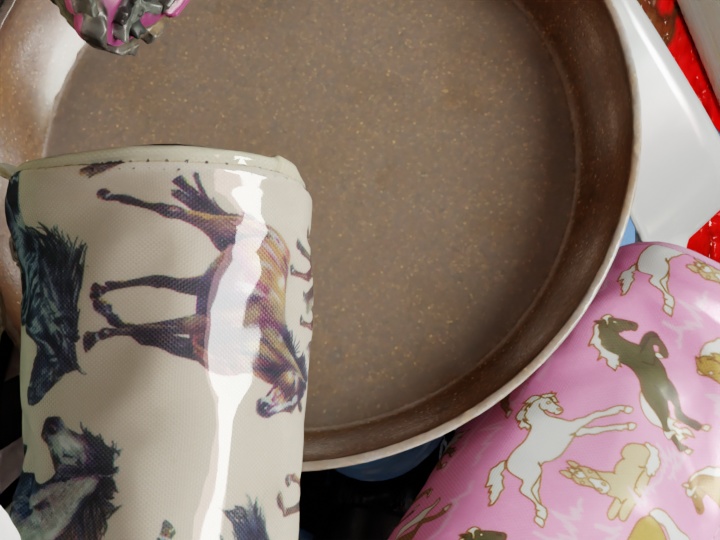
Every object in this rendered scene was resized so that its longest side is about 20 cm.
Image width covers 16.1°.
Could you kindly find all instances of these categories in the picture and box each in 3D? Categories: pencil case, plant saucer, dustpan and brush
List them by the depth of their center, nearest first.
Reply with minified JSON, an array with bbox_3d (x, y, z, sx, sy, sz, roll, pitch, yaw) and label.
[{"bbox_3d":[-0.059,0.068,0.663,0.078,0.089,0.201,7,86,-51],"label":"pencil case"},{"bbox_3d":[0.058,0.079,0.710,0.087,0.083,0.200,47,50,-18],"label":"pencil case"},{"bbox_3d":[-0.017,-0.034,0.745,0.035,0.199,0.201,66,44,-69],"label":"plant saucer"},{"bbox_3d":[0.098,-0.029,0.870,0.057,0.201,0.140,-32,165,4],"label":"dustpan and brush"}]

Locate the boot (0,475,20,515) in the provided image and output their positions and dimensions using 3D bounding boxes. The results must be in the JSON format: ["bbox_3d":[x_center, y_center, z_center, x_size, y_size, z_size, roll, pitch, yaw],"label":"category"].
[{"bbox_3d":[-0.077,0.147,0.730,0.144,0.072,0.200,36,73,-5],"label":"boot"}]

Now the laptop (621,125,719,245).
[{"bbox_3d":[0.113,-0.002,0.977,0.116,0.200,0.187,-41,139,6],"label":"laptop"}]

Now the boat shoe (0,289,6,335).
[{"bbox_3d":[-0.133,-0.058,0.674,0.065,0.072,0.201,-43,125,-37],"label":"boat shoe"}]

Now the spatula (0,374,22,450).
[{"bbox_3d":[-0.096,0.033,0.768,0.200,0.020,0.057,-36,126,-58],"label":"spatula"}]

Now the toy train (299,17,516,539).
[{"bbox_3d":[0.000,0.000,0.806,0.087,0.114,0.201,39,58,-55],"label":"toy train"}]

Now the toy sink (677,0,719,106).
[{"bbox_3d":[0.226,-0.171,1.082,0.200,0.112,0.131,-56,138,-28],"label":"toy sink"}]

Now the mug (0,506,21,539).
[{"bbox_3d":[-0.173,0.115,0.596,0.176,0.147,0.200,-58,137,-21],"label":"mug"}]

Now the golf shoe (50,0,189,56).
[{"bbox_3d":[-0.099,-0.124,0.643,0.073,0.092,0.200,-54,162,-13],"label":"golf shoe"}]
